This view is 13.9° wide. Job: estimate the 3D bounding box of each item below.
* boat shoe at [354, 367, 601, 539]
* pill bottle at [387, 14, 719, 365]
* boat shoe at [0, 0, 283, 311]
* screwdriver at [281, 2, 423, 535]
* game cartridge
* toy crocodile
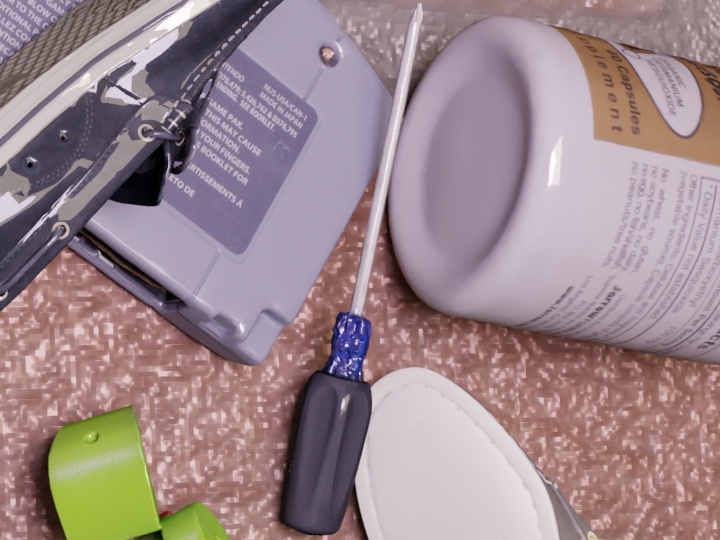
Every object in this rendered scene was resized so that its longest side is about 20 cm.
[{"bbox_3d":[0.064,0.124,1.119,0.202,0.072,0.060,59,19,2],"label":"boat shoe"},{"bbox_3d":[0.122,-0.024,1.140,0.200,0.114,0.114,11,78,-30],"label":"pill bottle"},{"bbox_3d":[-0.085,-0.053,1.007,0.200,0.075,0.062,-42,110,-23],"label":"boat shoe"},{"bbox_3d":[0.000,0.000,1.087,0.029,0.028,0.200,-9,110,-69],"label":"screwdriver"},{"bbox_3d":[-0.083,-0.074,1.071,0.200,0.041,0.133,38,70,-22],"label":"game cartridge"},{"bbox_3d":[-0.053,0.140,1.050,0.067,0.062,0.200,-30,104,10],"label":"toy crocodile"}]
